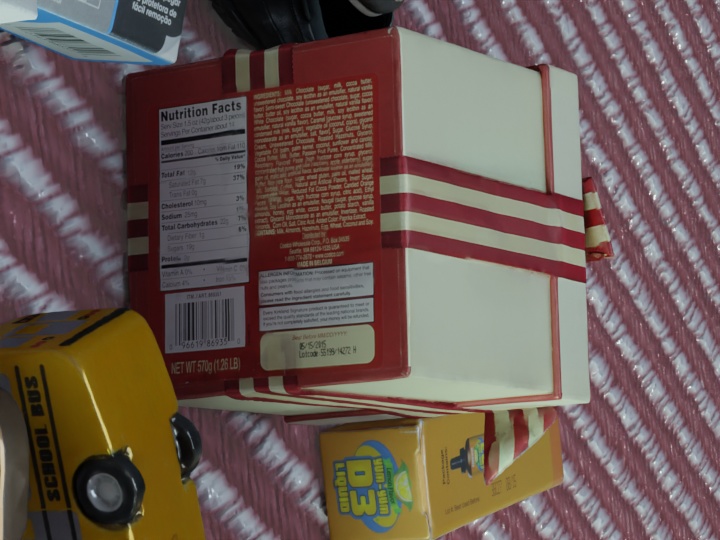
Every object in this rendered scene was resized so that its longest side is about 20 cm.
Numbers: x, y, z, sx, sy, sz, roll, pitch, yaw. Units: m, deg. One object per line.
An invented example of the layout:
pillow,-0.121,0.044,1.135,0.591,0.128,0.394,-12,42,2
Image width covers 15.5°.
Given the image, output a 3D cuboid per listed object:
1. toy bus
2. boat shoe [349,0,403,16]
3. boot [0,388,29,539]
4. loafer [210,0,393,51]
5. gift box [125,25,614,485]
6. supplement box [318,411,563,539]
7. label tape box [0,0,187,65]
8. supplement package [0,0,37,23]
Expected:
toy bus,-0.107,0.120,1.114,0.065,0.078,0.201,-35,117,-62
boat shoe,-0.001,-0.205,1.211,0.067,0.057,0.201,-63,141,-47
boot,-0.169,0.143,1.011,0.075,0.073,0.201,6,74,-49
loafer,-0.013,-0.121,1.363,0.201,0.070,0.068,46,46,-54
gift box,0.000,0.000,1.258,0.186,0.184,0.201,8,83,-55
supplement box,0.048,0.104,1.467,0.200,0.069,0.067,-10,95,-67
label tape box,-0.123,-0.200,1.091,0.144,0.063,0.201,18,80,-56
supplement package,-0.207,-0.184,0.861,0.152,0.150,0.201,9,78,-65
